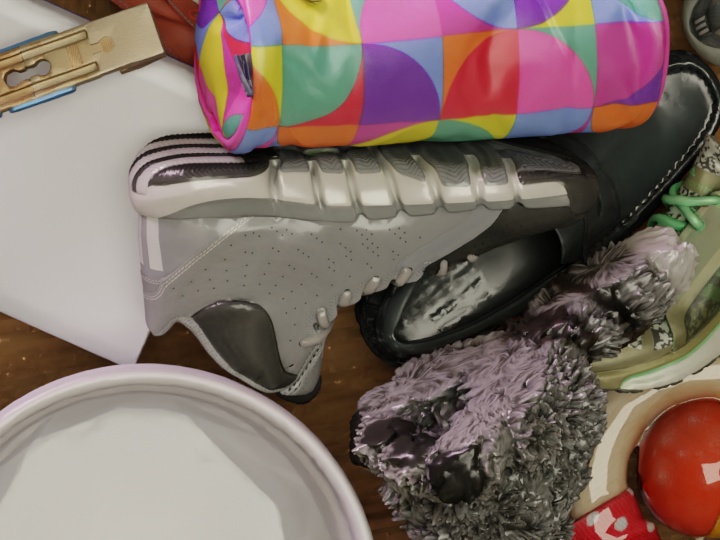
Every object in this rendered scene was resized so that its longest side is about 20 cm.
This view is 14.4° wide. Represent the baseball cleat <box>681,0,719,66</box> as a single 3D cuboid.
[{"bbox_3d":[0.244,-0.136,1.263,0.200,0.106,0.070,-24,93,-11],"label":"baseball cleat"}]

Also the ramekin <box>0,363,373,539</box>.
[{"bbox_3d":[-0.096,0.136,1.235,0.200,0.105,0.200,0,93,-8],"label":"ramekin"}]

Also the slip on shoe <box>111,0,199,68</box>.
[{"bbox_3d":[-0.041,-0.099,1.257,0.200,0.061,0.074,38,42,-17],"label":"slip on shoe"}]

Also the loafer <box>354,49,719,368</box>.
[{"bbox_3d":[0.085,-0.025,1.268,0.201,0.070,0.068,-39,97,-4],"label":"loafer"}]

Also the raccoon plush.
[{"bbox_3d":[0.088,0.091,1.197,0.200,0.097,0.134,-30,116,-10],"label":"raccoon plush"}]

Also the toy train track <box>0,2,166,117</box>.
[{"bbox_3d":[-0.179,-0.067,1.203,0.200,0.033,0.115,-20,85,1],"label":"toy train track"}]

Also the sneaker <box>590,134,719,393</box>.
[{"bbox_3d":[0.152,-0.017,1.268,0.200,0.077,0.089,-28,115,-13],"label":"sneaker"}]

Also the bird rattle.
[{"bbox_3d":[0.149,0.115,1.290,0.200,0.113,0.163,6,80,5],"label":"bird rattle"}]

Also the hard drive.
[{"bbox_3d":[-0.164,-0.057,1.233,0.200,0.025,0.132,24,102,-2],"label":"hard drive"}]

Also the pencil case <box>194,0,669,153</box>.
[{"bbox_3d":[0.027,-0.094,1.184,0.200,0.088,0.088,-4,93,-19],"label":"pencil case"}]

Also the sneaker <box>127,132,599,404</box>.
[{"bbox_3d":[0.000,0.000,1.215,0.200,0.075,0.116,0,110,-7],"label":"sneaker"}]
